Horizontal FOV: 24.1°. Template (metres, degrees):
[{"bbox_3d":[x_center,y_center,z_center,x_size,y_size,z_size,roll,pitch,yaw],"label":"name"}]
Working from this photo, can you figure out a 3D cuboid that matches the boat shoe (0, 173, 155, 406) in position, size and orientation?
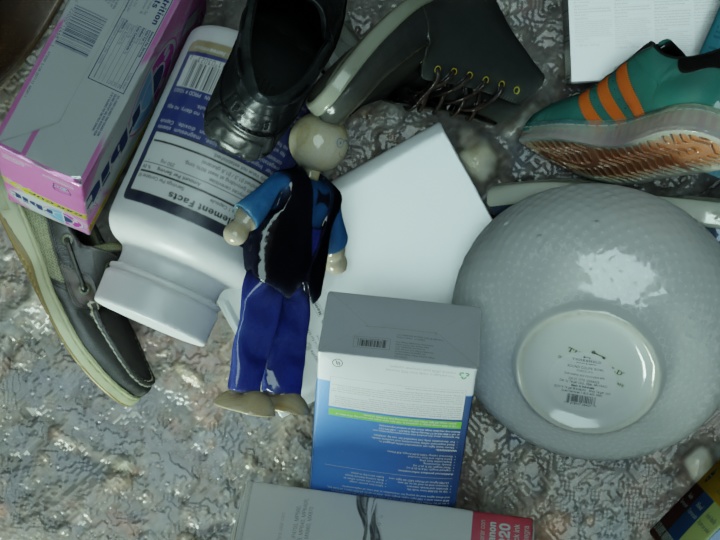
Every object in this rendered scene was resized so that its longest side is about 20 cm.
[{"bbox_3d":[-0.194,-0.001,1.189,0.065,0.073,0.200,-30,91,8],"label":"boat shoe"}]

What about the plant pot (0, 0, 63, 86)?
[{"bbox_3d":[-0.315,-0.240,1.133,0.198,0.200,0.200,31,93,8],"label":"plant pot"}]

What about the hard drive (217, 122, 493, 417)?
[{"bbox_3d":[0.000,0.000,1.205,0.200,0.026,0.132,-29,91,3],"label":"hard drive"}]

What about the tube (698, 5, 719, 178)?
[{"bbox_3d":[0.266,-0.159,1.132,0.077,0.050,0.200,23,100,19],"label":"tube"}]

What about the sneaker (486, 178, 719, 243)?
[{"bbox_3d":[0.184,-0.016,1.176,0.200,0.075,0.085,8,97,5],"label":"sneaker"}]

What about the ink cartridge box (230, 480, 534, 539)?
[{"bbox_3d":[0.010,0.227,1.151,0.200,0.085,0.146,6,137,0],"label":"ink cartridge box"}]

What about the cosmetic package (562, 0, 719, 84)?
[{"bbox_3d":[0.242,-0.176,1.178,0.200,0.051,0.083,-2,96,2],"label":"cosmetic package"}]

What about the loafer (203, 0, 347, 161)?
[{"bbox_3d":[-0.042,-0.156,1.077,0.068,0.070,0.201,29,51,-11],"label":"loafer"}]

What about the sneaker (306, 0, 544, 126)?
[{"bbox_3d":[0.053,-0.129,1.128,0.106,0.200,0.075,50,137,-3],"label":"sneaker"}]

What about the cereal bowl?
[{"bbox_3d":[0.157,0.047,1.131,0.200,0.083,0.200,5,118,10],"label":"cereal bowl"}]

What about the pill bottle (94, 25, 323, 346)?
[{"bbox_3d":[-0.104,-0.055,1.150,0.111,0.111,0.200,23,83,1],"label":"pill bottle"}]

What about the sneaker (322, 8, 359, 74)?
[{"bbox_3d":[-0.036,-0.213,1.177,0.092,0.076,0.200,-39,92,-2],"label":"sneaker"}]

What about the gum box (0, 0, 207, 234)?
[{"bbox_3d":[-0.168,-0.137,1.136,0.066,0.114,0.200,25,74,1],"label":"gum box"}]

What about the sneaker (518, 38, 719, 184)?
[{"bbox_3d":[0.189,-0.108,1.130,0.071,0.200,0.080,30,74,-31],"label":"sneaker"}]

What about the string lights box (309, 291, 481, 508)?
[{"bbox_3d":[0.020,0.109,1.136,0.103,0.059,0.200,7,134,1],"label":"string lights box"}]

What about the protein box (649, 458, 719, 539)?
[{"bbox_3d":[0.343,0.186,1.146,0.199,0.135,0.200,44,93,0],"label":"protein box"}]

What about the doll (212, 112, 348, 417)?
[{"bbox_3d":[-0.045,-0.006,1.114,0.048,0.136,0.200,12,92,32],"label":"doll"}]
